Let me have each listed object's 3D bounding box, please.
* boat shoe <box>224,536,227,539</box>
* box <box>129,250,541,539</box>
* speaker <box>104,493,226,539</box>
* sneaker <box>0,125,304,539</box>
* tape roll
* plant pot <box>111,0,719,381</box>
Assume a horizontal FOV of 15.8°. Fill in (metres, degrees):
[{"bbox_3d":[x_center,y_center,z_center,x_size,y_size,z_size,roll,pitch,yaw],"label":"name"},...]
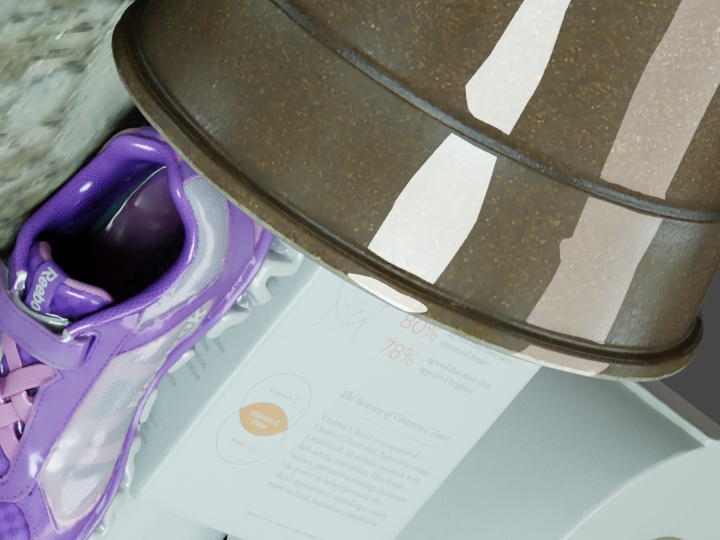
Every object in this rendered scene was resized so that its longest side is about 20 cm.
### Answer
[{"bbox_3d":[-0.083,0.127,1.307,0.066,0.070,0.200,-39,170,38],"label":"boat shoe"},{"bbox_3d":[0.000,0.000,0.969,0.124,0.098,0.200,26,109,-42],"label":"box"},{"bbox_3d":[-0.105,0.111,1.129,0.200,0.081,0.081,-51,169,17],"label":"speaker"},{"bbox_3d":[-0.101,0.027,0.873,0.200,0.080,0.088,-54,163,4],"label":"sneaker"},{"bbox_3d":[0.060,0.120,1.110,0.202,0.139,0.203,-30,140,-29],"label":"tape roll"},{"bbox_3d":[0.059,-0.107,0.749,0.199,0.200,0.200,-61,166,19],"label":"plant pot"}]
